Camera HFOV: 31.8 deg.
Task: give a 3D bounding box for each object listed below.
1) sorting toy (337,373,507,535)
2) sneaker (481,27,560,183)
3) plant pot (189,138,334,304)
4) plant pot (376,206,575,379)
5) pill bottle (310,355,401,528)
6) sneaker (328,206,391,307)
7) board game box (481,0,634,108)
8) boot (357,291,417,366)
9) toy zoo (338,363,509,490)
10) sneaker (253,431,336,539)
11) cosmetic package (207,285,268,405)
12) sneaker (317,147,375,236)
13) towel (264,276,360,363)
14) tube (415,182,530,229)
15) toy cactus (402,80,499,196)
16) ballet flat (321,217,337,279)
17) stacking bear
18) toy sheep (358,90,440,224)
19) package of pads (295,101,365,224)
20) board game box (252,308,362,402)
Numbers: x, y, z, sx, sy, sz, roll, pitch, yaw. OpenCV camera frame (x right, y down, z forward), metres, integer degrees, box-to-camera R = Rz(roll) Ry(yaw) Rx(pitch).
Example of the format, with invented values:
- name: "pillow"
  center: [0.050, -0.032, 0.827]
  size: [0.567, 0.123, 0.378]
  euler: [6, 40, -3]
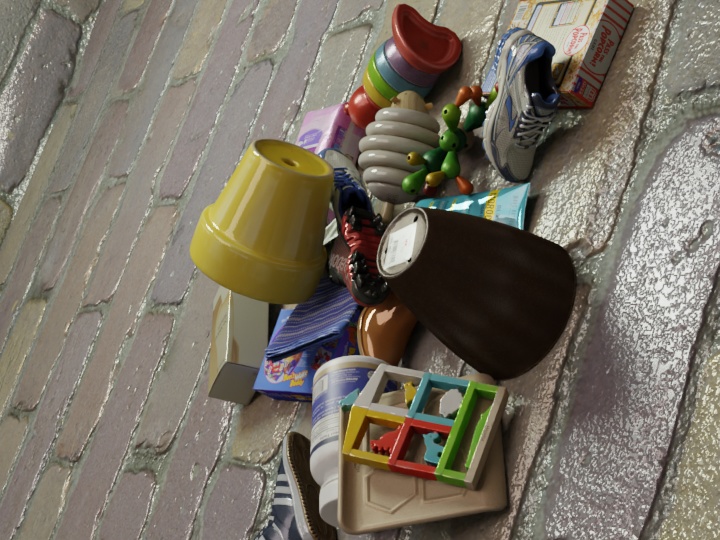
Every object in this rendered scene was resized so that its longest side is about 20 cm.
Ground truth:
- name: "sorting toy"
  center: [0.072, 0.221, 1.512]
  size: [0.199, 0.037, 0.186]
  euler: [-11, 50, 13]
- name: "sneaker"
  center: [0.212, -0.207, 1.628]
  size: [0.085, 0.077, 0.201]
  euler: [25, 121, 51]
- name: "plant pot"
  center: [-0.129, -0.081, 1.844]
  size: [0.190, 0.200, 0.201]
  euler: [-69, 26, 22]
- name: "plant pot"
  center: [0.122, 0.009, 1.522]
  size: [0.187, 0.199, 0.188]
  euler: [-37, 39, 37]
- name: "pill bottle"
  center: [-0.005, 0.222, 1.626]
  size: [0.120, 0.119, 0.201]
  euler: [-36, 40, 38]
- name: "sneaker"
  center: [0.000, 0.000, 1.731]
  size: [0.201, 0.070, 0.098]
  euler: [-100, 30, -56]
- name: "board game box"
  center: [0.260, -0.295, 1.706]
  size: [0.200, 0.046, 0.152]
  euler: [13, 78, 59]
- name: "boot"
  center: [0.072, 0.036, 1.690]
  size: [0.155, 0.073, 0.201]
  euler: [-32, 37, 51]
- name: "toy zoo"
  center: [0.064, 0.181, 1.509]
  size: [0.199, 0.021, 0.132]
  euler: [8, 56, 26]
- name: "sneaker"
  center: [-0.100, 0.323, 1.741]
  size: [0.108, 0.070, 0.201]
  euler: [-44, 37, 25]
- name: "cosmetic package"
  center: [-0.196, 0.103, 2.039]
  size: [0.105, 0.071, 0.201]
  euler: [121, 156, -43]
- name: "sneaker"
  center: [-0.015, -0.113, 1.881]
  size: [0.088, 0.075, 0.201]
  euler: [97, 153, -60]
- name: "towel"
  center: [-0.052, 0.053, 1.833]
  size: [0.144, 0.024, 0.200]
  euler: [-22, 23, 31]
- name: "tube"
  center: [0.152, -0.074, 1.703]
  size: [0.199, 0.050, 0.078]
  euler: [-1, 80, 51]
- name: "toy cactus"
  center: [0.141, -0.179, 1.742]
  size: [0.201, 0.102, 0.165]
  euler: [-57, -3, 12]
- name: "ballet flat"
  center: [-0.053, -0.020, 1.957]
  size: [0.200, 0.069, 0.070]
  euler: [-44, 34, 22]
- name: "stacking bear"
  center: [0.051, -0.295, 1.978]
  size: [0.200, 0.121, 0.114]
  euler: [-46, 25, 42]
- name: "toy sheep"
  center: [0.057, -0.165, 1.841]
  size: [0.138, 0.137, 0.201]
  euler: [-2, 78, 56]
- name: "package of pads"
  center: [-0.066, -0.173, 2.082]
  size: [0.120, 0.075, 0.201]
  euler: [-7, 60, 58]
- name: "board game box"
  center: [-0.072, 0.125, 1.881]
  size: [0.200, 0.045, 0.135]
  euler: [-4, 63, 56]
